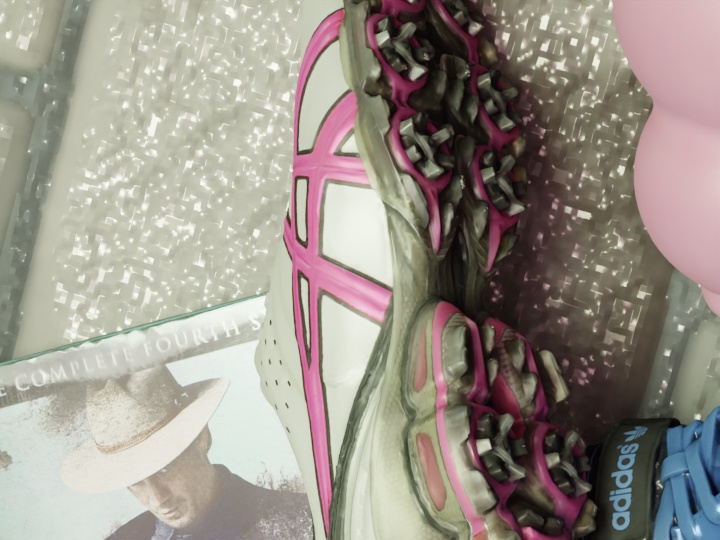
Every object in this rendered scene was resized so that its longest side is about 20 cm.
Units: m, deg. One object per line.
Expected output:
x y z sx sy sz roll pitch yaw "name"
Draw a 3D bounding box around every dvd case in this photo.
-0.037 0.112 0.837 0.146 0.022 0.201 -14 91 14 "dvd case"

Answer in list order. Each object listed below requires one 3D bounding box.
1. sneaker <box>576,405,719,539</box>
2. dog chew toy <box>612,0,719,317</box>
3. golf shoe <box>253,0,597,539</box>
0.100 0.056 0.736 0.111 0.077 0.200 4 139 15 "sneaker"
0.121 -0.083 0.736 0.124 0.125 0.201 12 105 11 "dog chew toy"
0.000 0.000 0.771 0.092 0.073 0.201 -24 60 32 "golf shoe"
